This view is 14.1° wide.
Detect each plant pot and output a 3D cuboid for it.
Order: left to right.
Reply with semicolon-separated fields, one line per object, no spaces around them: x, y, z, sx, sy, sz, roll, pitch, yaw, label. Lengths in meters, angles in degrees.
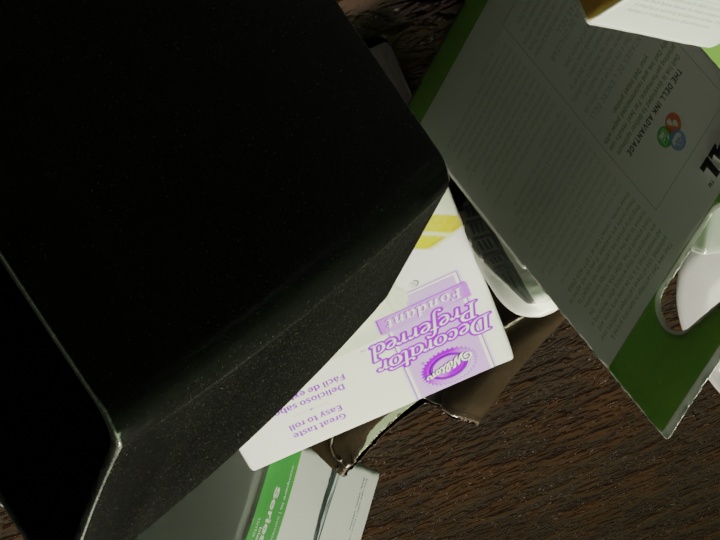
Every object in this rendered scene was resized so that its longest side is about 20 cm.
-0.083;-0.025;1.118;0.177;0.200;0.200;-28;166;-20;plant pot

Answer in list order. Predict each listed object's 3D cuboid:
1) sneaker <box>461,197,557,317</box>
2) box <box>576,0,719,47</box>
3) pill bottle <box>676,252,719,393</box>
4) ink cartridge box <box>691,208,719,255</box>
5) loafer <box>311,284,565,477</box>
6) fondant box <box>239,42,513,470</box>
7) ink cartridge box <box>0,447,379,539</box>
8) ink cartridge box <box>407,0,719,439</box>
0.092;-0.016;1.386;0.074;0.087;0.200;-7;-160;8;sneaker
0.156;-0.184;1.026;0.200;0.124;0.097;-33;161;29;box
0.267;-0.011;1.483;0.200;0.120;0.120;-32;171;-33;pill bottle
0.204;-0.095;1.318;0.200;0.083;0.145;-8;114;-42;ink cartridge box
0.054;0.048;1.548;0.200;0.071;0.073;-28;171;5;loafer
-0.021;-0.002;1.371;0.144;0.058;0.200;-23;144;1;fondant box
-0.090;0.121;1.614;0.147;0.083;0.200;15;175;20;ink cartridge box
0.123;-0.053;1.202;0.076;0.200;0.148;-9;141;-40;ink cartridge box
